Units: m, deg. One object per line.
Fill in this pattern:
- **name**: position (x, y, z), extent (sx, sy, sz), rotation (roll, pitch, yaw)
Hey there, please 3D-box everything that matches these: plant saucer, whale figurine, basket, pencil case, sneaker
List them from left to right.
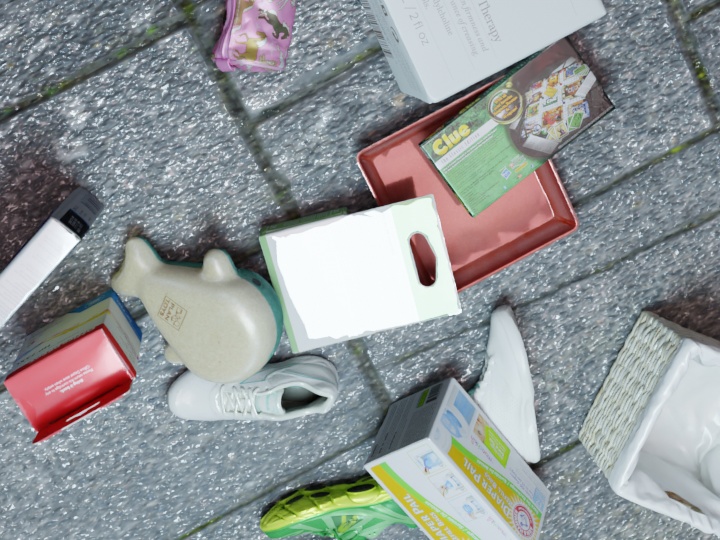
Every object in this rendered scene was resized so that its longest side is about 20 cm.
- **whale figurine**: position (-0.176, 0.034, 1.259), extent (0.200, 0.104, 0.159), rotation (31, 119, 9)
- **sneaker**: position (-0.122, 0.138, 1.291), extent (0.200, 0.080, 0.071), rotation (-7, 106, -5)
- **pencil case**: position (-0.104, -0.306, 1.185), extent (0.086, 0.083, 0.201), rotation (6, 103, -10)
- **sneaker**: position (-0.019, 0.296, 1.345), extent (0.199, 0.074, 0.084), rotation (-9, 101, -6)
- **plant saucer**: position (0.121, -0.092, 1.291), extent (0.199, 0.037, 0.200), rotation (-28, 106, -1)
- **sneaker**: position (0.159, 0.141, 1.339), extent (0.088, 0.075, 0.200), rotation (-8, 106, 6)
- **basket**: position (0.393, 0.180, 1.331), extent (0.198, 0.161, 0.200), rotation (23, 99, -13)

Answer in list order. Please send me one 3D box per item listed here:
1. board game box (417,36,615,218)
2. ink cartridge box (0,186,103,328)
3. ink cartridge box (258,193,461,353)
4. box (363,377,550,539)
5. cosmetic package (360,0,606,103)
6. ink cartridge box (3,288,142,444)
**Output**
- **board game box**: position (0.173, -0.160, 1.253), extent (0.200, 0.023, 0.105), rotation (-37, 108, 1)
- **ink cartridge box**: position (-0.353, 0.010, 1.166), extent (0.047, 0.198, 0.200), rotation (41, 96, -14)
- **ink cartridge box**: position (0.000, 0.000, 1.276), extent (0.200, 0.048, 0.146), rotation (-14, 105, 4)
- **box**: position (0.116, 0.243, 1.315), extent (0.101, 0.113, 0.200), rotation (-29, 110, 35)
- **cosmetic package**: position (0.110, -0.296, 1.174), extent (0.200, 0.166, 0.168), rotation (-28, 105, -2)
- **ink cartridge box**: position (-0.299, 0.097, 1.192), extent (0.116, 0.200, 0.067), rotation (-29, 106, -1)
